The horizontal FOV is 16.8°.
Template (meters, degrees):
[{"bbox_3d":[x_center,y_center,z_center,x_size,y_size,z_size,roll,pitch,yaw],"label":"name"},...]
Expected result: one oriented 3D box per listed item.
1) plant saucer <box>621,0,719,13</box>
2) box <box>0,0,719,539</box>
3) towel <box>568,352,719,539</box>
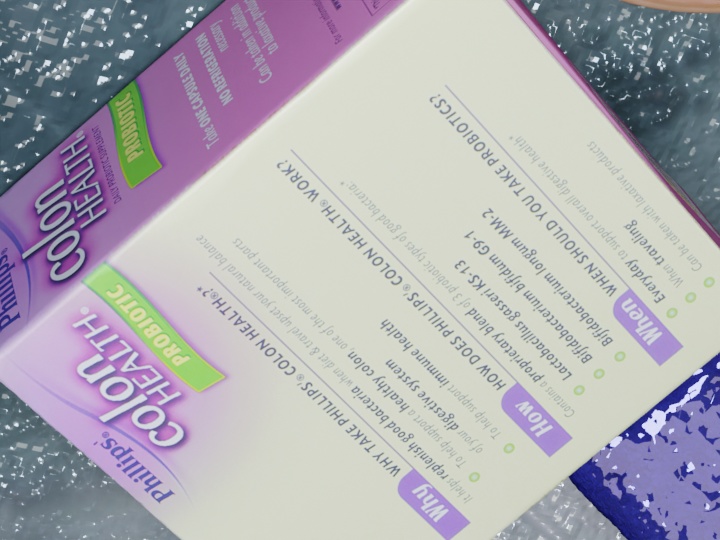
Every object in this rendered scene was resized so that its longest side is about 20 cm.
[{"bbox_3d":[0.131,-0.163,0.746,0.200,0.038,0.200,-8,142,-7],"label":"plant saucer"},{"bbox_3d":[0.000,0.000,0.817,0.200,0.097,0.176,-41,119,8],"label":"box"},{"bbox_3d":[0.183,0.084,0.894,0.148,0.050,0.200,-42,97,0],"label":"towel"}]
